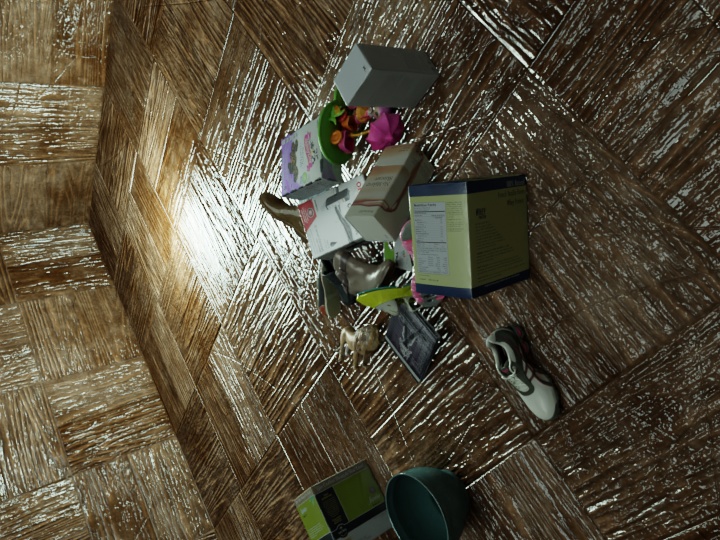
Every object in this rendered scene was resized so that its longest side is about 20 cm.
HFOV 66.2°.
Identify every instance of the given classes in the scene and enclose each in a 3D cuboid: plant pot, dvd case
[{"bbox_3d":[0.172,0.550,1.297,0.199,0.133,0.203,16,111,47],"label":"plant pot"},{"bbox_3d":[0.119,0.161,1.314,0.149,0.016,0.201,51,149,29],"label":"dvd case"}]

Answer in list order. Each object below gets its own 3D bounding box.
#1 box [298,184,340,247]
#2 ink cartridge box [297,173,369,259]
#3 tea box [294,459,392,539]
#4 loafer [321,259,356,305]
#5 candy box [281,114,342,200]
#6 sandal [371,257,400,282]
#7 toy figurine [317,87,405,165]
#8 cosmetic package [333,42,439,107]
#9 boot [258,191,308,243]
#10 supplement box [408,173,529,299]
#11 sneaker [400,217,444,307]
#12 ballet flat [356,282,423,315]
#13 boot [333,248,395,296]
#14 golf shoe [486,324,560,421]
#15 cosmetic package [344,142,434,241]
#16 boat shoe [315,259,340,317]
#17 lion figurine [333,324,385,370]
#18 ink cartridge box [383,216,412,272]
[{"bbox_3d":[-0.091,-0.145,1.509,0.199,0.040,0.139,-10,92,51],"label":"box"},{"bbox_3d":[-0.036,-0.128,1.353,0.198,0.083,0.146,-22,81,24],"label":"ink cartridge box"},{"bbox_3d":[-0.044,0.673,1.541,0.198,0.198,0.134,61,138,21],"label":"tea box"},{"bbox_3d":[-0.069,0.005,1.467,0.068,0.070,0.203,-2,112,56],"label":"loafer"},{"bbox_3d":[-0.133,-0.295,1.469,0.199,0.071,0.170,-12,76,51],"label":"candy box"},{"bbox_3d":[0.032,0.025,1.389,0.200,0.054,0.083,-38,70,55],"label":"sandal"},{"bbox_3d":[0.021,-0.347,1.284,0.182,0.150,0.203,7,81,36],"label":"toy figurine"},{"bbox_3d":[0.056,-0.397,1.138,0.101,0.198,0.072,-46,65,45],"label":"cosmetic package"},{"bbox_3d":[-0.186,-0.163,1.500,0.199,0.074,0.076,36,132,4],"label":"boot"},{"bbox_3d":[0.207,-0.070,1.038,0.133,0.198,0.203,5,104,46],"label":"supplement box"},{"bbox_3d":[0.132,-0.024,1.136,0.078,0.096,0.202,-9,114,8],"label":"sneaker"},{"bbox_3d":[0.092,0.063,1.224,0.067,0.197,0.068,112,145,-69],"label":"ballet flat"},{"bbox_3d":[0.000,0.000,1.303,0.146,0.070,0.201,40,145,15],"label":"boot"},{"bbox_3d":[0.310,0.207,1.079,0.077,0.087,0.202,-44,67,44],"label":"golf shoe"},{"bbox_3d":[0.064,-0.168,1.189,0.103,0.087,0.202,4,59,47],"label":"cosmetic package"},{"bbox_3d":[-0.094,0.031,1.541,0.062,0.071,0.203,21,119,49],"label":"boat shoe"},{"bbox_3d":[-0.015,0.190,1.483,0.199,0.072,0.124,13,102,53],"label":"lion figurine"},{"bbox_3d":[0.139,-0.072,1.223,0.199,0.075,0.150,18,113,51],"label":"ink cartridge box"}]
